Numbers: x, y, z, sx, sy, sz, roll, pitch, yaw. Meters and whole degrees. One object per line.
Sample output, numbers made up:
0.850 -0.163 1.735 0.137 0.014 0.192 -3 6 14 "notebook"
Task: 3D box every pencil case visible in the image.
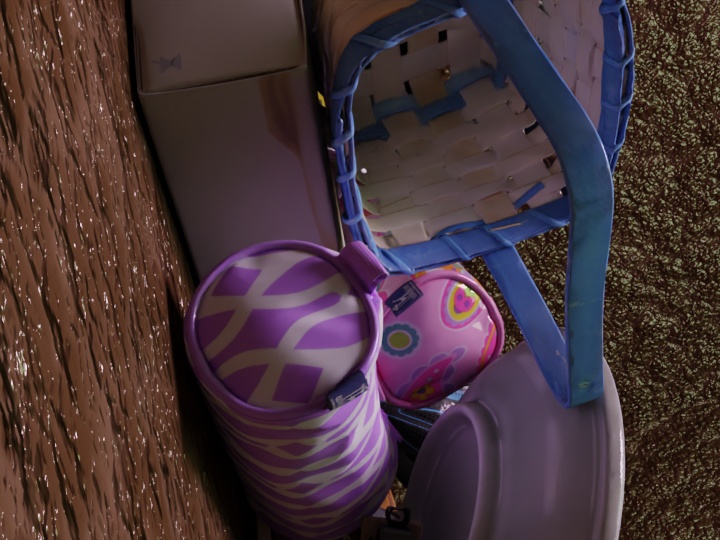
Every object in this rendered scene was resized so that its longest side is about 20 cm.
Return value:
0.000 0.000 0.807 0.200 0.087 0.088 -132 -153 -54 "pencil case"
-0.024 0.056 0.638 0.084 0.085 0.200 43 -17 19 "pencil case"

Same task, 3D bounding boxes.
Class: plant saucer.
0.059 0.121 0.695 0.200 0.050 0.201 -166 -90 -75 "plant saucer"

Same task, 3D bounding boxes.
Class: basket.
0.056 -0.059 0.618 0.177 0.139 0.201 83 -11 -55 "basket"

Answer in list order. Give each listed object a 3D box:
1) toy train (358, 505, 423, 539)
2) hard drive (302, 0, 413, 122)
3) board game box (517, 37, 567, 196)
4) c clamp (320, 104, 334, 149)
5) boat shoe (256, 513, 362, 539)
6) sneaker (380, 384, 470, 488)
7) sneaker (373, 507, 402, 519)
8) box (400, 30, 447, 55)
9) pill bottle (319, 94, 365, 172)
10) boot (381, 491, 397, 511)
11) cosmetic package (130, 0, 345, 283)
0.003 0.209 0.682 0.046 0.034 0.201 -136 -125 -85 "toy train"
-0.038 -0.147 0.799 0.135 0.042 0.200 44 8 -35 "hard drive"
0.089 -0.154 0.766 0.136 0.034 0.200 -91 167 -44 "board game box"
-0.047 -0.097 0.892 0.027 0.170 0.200 -61 170 2 "c clamp"
-0.025 0.126 0.756 0.072 0.059 0.201 84 -3 -54 "boat shoe"
0.055 0.104 0.845 0.200 0.082 0.073 36 -7 8 "sneaker"
-0.011 0.222 0.792 0.074 0.084 0.201 -24 -131 46 "sneaker"
-0.021 -0.216 0.793 0.200 0.079 0.141 48 3 8 "box"
-0.039 -0.095 1.091 0.200 0.111 0.112 -101 -179 -51 "pill bottle"
-0.024 0.153 0.944 0.156 0.076 0.201 74 11 -49 "boot"
-0.051 -0.057 0.671 0.200 0.071 0.106 81 0 -56 "cosmetic package"
